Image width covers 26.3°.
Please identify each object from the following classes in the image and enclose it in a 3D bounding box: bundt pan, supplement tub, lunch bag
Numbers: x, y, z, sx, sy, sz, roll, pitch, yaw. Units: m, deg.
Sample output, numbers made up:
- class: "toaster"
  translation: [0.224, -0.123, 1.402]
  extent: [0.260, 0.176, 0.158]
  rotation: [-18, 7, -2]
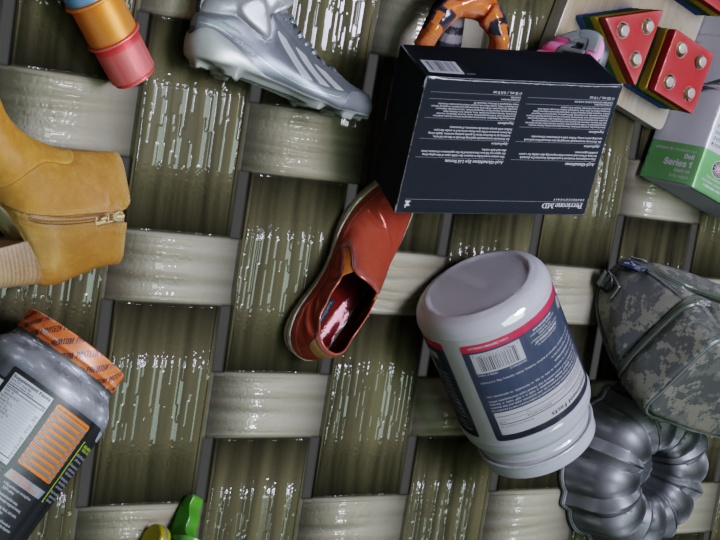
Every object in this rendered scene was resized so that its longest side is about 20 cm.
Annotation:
- class: "bundt pan"
  translation: [0.322, 0.228, 1.754]
  extent: [0.201, 0.076, 0.203]
  rotation: [-10, 107, -35]
- class: "supplement tub"
  translation: [0.150, 0.094, 1.550]
  extent: [0.140, 0.140, 0.201]
  rotation: [-37, 120, -25]
- class: "lunch bag"
  translation: [0.363, 0.075, 1.699]
  extent: [0.199, 0.168, 0.140]
  rotation: [15, 122, -39]
- class: "supplement tub"
  translation: [-0.287, 0.139, 1.242]
  extent: [0.123, 0.122, 0.200]
  rotation: [45, 73, -35]

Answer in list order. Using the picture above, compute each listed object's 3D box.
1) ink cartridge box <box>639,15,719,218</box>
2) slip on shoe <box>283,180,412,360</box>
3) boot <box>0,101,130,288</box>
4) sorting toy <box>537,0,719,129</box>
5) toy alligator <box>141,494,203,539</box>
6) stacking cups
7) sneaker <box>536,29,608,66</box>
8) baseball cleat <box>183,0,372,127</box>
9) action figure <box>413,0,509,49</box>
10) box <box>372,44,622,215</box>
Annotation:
- class: "ink cartridge box"
  translation: [0.416, -0.170, 1.726]
  extent: [0.146, 0.084, 0.201]
  rotation: [22, 88, -39]
- class: "slip on shoe"
  translation: [0.000, 0.000, 1.467]
  extent: [0.074, 0.061, 0.201]
  rotation: [39, 75, -34]
- class: "boot"
  translation: [-0.260, -0.087, 1.254]
  extent: [0.144, 0.071, 0.202]
  rotation: [-19, 115, -39]
- class: "sorting toy"
  translation: [0.305, -0.275, 1.628]
  extent: [0.198, 0.069, 0.201]
  rotation: [23, 86, -38]
- class: "toy alligator"
  translation: [-0.187, 0.300, 1.397]
  extent: [0.059, 0.054, 0.201]
  rotation: [36, 78, -36]
- class: "stacking cups"
  translation: [-0.231, -0.238, 1.245]
  extent: [0.060, 0.060, 0.201]
  rotation: [-37, 124, -25]
- class: "sneaker"
  translation: [0.198, -0.149, 1.572]
  extent: [0.095, 0.079, 0.201]
  rotation: [22, 102, -45]
- class: "baseball cleat"
  translation: [-0.060, -0.199, 1.370]
  extent: [0.199, 0.070, 0.107]
  rotation: [15, 91, -39]
- class: "action figure"
  translation: [0.070, -0.272, 1.460]
  extent: [0.199, 0.105, 0.195]
  rotation: [4, 92, -10]
- class: "box"
  translation: [0.126, -0.130, 1.439]
  extent: [0.199, 0.079, 0.142]
  rotation: [0, 120, -21]
